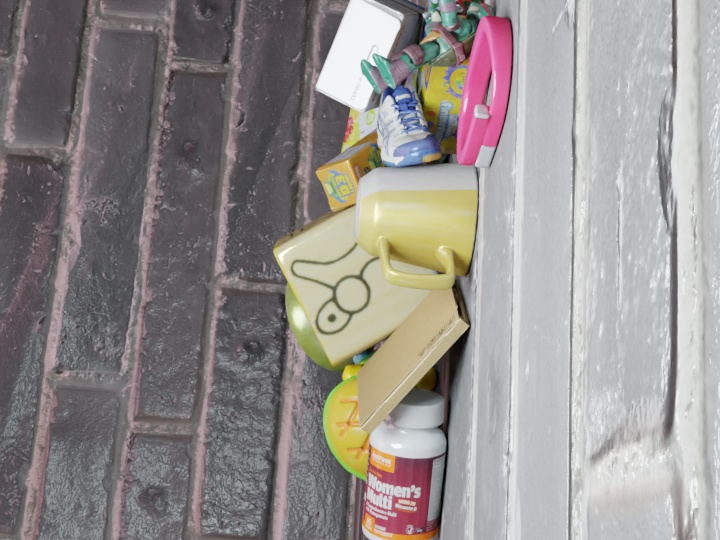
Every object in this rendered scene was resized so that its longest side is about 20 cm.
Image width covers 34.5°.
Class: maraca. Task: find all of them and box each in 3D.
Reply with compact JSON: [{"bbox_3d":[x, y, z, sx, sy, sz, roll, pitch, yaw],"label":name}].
[{"bbox_3d":[0.026,0.249,1.696,0.202,0.136,0.107,60,170,6],"label":"maraca"}]

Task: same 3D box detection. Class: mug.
[{"bbox_3d":[0.071,-0.070,1.520,0.187,0.150,0.152,-100,16,-77],"label":"mug"}]

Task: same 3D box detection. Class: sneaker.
[{"bbox_3d":[0.055,-0.197,1.559,0.200,0.074,0.090,-126,29,-67],"label":"sneaker"}]

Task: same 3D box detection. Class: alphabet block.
[{"bbox_3d":[0.000,0.000,1.721,0.197,0.198,0.196,63,-179,-4],"label":"alphabet block"}]

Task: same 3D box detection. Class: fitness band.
[{"bbox_3d":[0.145,-0.211,1.386,0.201,0.037,0.146,102,172,-62],"label":"fitness band"}]

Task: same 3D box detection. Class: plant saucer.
[{"bbox_3d":[-0.035,0.062,1.878,0.031,0.198,0.203,-21,57,44],"label":"plant saucer"}]

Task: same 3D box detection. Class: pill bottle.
[{"bbox_3d":[0.063,0.271,1.603,0.110,0.108,0.203,-101,16,-79],"label":"pill bottle"}]

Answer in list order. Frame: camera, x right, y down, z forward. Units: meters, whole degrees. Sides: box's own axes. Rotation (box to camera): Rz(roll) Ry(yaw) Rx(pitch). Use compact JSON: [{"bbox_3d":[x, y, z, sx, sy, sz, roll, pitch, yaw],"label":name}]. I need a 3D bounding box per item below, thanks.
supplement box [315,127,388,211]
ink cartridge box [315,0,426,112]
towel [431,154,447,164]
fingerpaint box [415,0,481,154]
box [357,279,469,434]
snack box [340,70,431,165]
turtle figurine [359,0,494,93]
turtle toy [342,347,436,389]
[{"bbox_3d":[0.018,-0.158,1.684,0.200,0.068,0.067,-41,-68,-48],"label":"supplement box"},{"bbox_3d":[0.023,-0.317,1.668,0.148,0.083,0.200,-66,-10,18],"label":"ink cartridge box"},{"bbox_3d":[0.126,-0.219,1.917,0.200,0.023,0.155,108,166,-72],"label":"towel"},{"bbox_3d":[0.120,-0.290,1.625,0.201,0.072,0.169,99,174,-61],"label":"fingerpaint box"},{"bbox_3d":[0.066,0.108,1.559,0.200,0.021,0.164,-49,15,15],"label":"box"},{"bbox_3d":[0.059,-0.271,1.861,0.168,0.067,0.203,14,93,52],"label":"snack box"},{"bbox_3d":[0.097,-0.297,1.439,0.101,0.199,0.150,51,168,6],"label":"turtle figurine"},{"bbox_3d":[0.037,0.196,1.814,0.102,0.143,0.203,-98,12,-57],"label":"turtle toy"}]
